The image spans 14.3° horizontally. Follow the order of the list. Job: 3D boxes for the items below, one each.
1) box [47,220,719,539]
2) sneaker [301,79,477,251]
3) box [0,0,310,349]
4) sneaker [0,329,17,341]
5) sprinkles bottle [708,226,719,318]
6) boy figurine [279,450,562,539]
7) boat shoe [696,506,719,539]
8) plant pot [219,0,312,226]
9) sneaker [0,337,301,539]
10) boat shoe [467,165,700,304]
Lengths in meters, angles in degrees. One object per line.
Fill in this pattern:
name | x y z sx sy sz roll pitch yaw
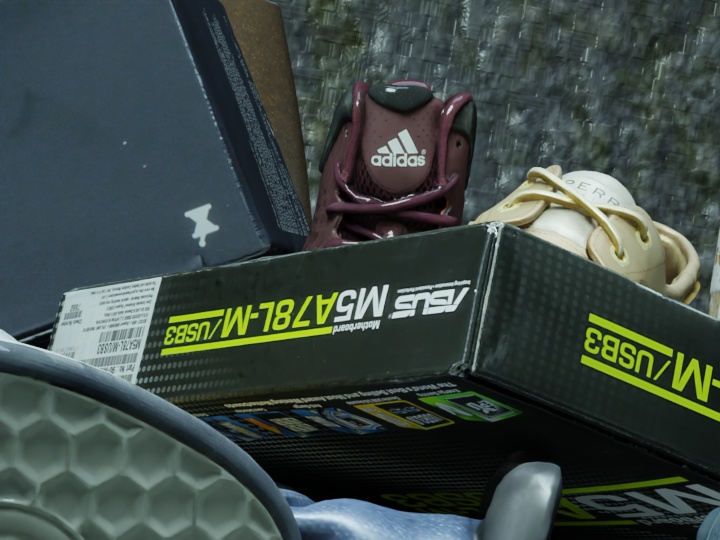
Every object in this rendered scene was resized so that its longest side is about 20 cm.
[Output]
box | 0.041 0.045 0.807 0.193 0.048 0.200 26 -20 -34
sneaker | 0.000 0.000 0.968 0.075 0.116 0.200 9 33 -2
box | -0.132 -0.024 1.054 0.196 0.118 0.200 -20 -1 3
sneaker | -0.180 0.039 0.912 0.200 0.075 0.088 15 -10 20
sprinkles bottle | 0.173 0.020 1.169 0.068 0.201 0.068 9 0 0
boy figurine | -0.053 0.056 0.712 0.200 0.065 0.124 13 2 4
boat shoe | 0.149 0.088 0.662 0.200 0.062 0.075 10 -2 -32
plant pot | -0.095 -0.023 1.240 0.186 0.201 0.187 10 1 0
sneaker | -0.119 0.038 0.545 0.202 0.077 0.146 8 3 -15
boat shoe | 0.063 0.000 0.920 0.074 0.069 0.200 28 5 17
